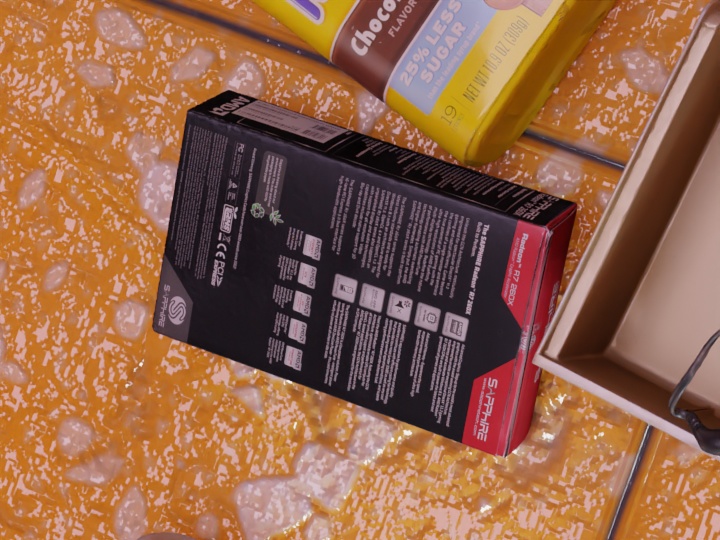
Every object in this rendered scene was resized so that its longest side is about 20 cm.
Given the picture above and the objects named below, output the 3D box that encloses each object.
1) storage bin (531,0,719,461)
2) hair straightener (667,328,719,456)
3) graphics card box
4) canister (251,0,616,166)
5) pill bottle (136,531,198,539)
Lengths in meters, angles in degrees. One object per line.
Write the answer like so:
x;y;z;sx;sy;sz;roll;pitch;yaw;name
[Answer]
0.220;-0.001;1.301;0.200;0.094;0.199;28;99;19;storage bin
0.230;0.045;1.233;0.199;0.041;0.077;-5;88;24;hair straightener
0.000;0.000;1.388;0.199;0.051;0.126;18;114;19;graphics card box
0.020;-0.164;1.381;0.200;0.087;0.149;38;102;15;canister
-0.118;0.241;1.411;0.113;0.113;0.200;38;101;16;pill bottle
